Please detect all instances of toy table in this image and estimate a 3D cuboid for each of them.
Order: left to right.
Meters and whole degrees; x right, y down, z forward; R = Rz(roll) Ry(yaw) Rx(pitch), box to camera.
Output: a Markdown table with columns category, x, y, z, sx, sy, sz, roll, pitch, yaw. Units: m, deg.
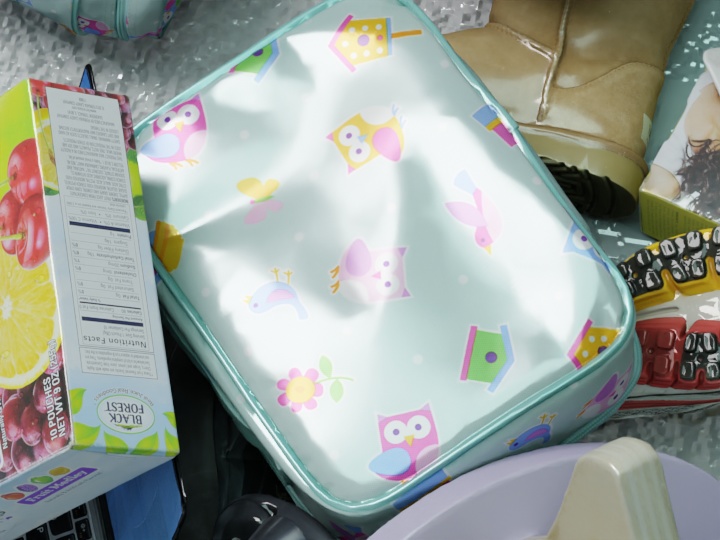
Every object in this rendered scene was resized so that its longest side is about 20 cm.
| category | x | y | z | sx | sy | sz | roll | pitch | yaw |
| --- | --- | --- | --- | --- | --- | --- | --- | --- | --- |
| toy table | 0.083 | 0.141 | 0.989 | 0.200 | 0.117 | 0.185 | -34 | 111 | -21 |

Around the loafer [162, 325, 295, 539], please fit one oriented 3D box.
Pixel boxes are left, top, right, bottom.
| category | x | y | z | sx | sy | sz | roll | pitch | yaw |
| --- | --- | --- | --- | --- | --- | --- | --- | --- | --- |
| loafer | -0.060 | 0.102 | 1.132 | 0.072 | 0.073 | 0.201 | -6 | 61 | 28 |

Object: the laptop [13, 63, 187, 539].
| category | x | y | z | sx | sy | sz | roll | pitch | yaw |
| --- | --- | --- | --- | --- | --- | --- | --- | --- | --- |
| laptop | -0.152 | 0.054 | 1.106 | 0.199 | 0.116 | 0.188 | -20 | 65 | 14 |

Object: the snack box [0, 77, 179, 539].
| category | x | y | z | sx | sy | sz | roll | pitch | yaw |
| --- | --- | --- | --- | --- | --- | --- | --- | --- | --- |
| snack box | -0.155 | 0.032 | 1.065 | 0.200 | 0.053 | 0.143 | -28 | 63 | 43 |

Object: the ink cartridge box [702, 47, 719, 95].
| category | x | y | z | sx | sy | sz | roll | pitch | yaw |
| --- | --- | --- | --- | --- | --- | --- | --- | --- | --- |
| ink cartridge box | 0.250 | -0.080 | 1.122 | 0.199 | 0.068 | 0.117 | -7 | 49 | -15 |

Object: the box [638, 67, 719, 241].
| category | x | y | z | sx | sy | sz | roll | pitch | yaw |
| --- | --- | --- | --- | --- | --- | --- | --- | --- | --- |
| box | 0.218 | -0.013 | 1.150 | 0.199 | 0.050 | 0.076 | 24 | 72 | 15 |

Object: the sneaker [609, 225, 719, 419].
| category | x | y | z | sx | sy | sz | roll | pitch | yaw |
| --- | --- | --- | --- | --- | --- | --- | --- | --- | --- |
| sneaker | 0.095 | 0.035 | 1.136 | 0.199 | 0.082 | 0.078 | -5 | 75 | 21 |

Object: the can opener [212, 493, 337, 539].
| category | x | y | z | sx | sy | sz | roll | pitch | yaw |
| --- | --- | --- | --- | --- | --- | --- | --- | --- | --- |
| can opener | -0.035 | 0.180 | 1.054 | 0.063 | 0.078 | 0.201 | 12 | 110 | 31 |

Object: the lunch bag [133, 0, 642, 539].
| category | x | y | z | sx | sy | sz | roll | pitch | yaw |
| --- | --- | --- | --- | --- | --- | --- | --- | --- | --- |
| lunch bag | 0.000 | 0.000 | 1.082 | 0.160 | 0.077 | 0.200 | -35 | 66 | -3 |

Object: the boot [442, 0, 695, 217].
| category | x | y | z | sx | sy | sz | roll | pitch | yaw |
| --- | --- | --- | --- | --- | --- | --- | --- | --- | --- |
| boot | 0.067 | -0.133 | 1.213 | 0.174 | 0.066 | 0.201 | 16 | 70 | 2 |

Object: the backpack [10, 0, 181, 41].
| category | x | y | z | sx | sy | sz | roll | pitch | yaw |
| --- | --- | --- | --- | --- | --- | --- | --- | --- | --- |
| backpack | -0.104 | -0.202 | 1.212 | 0.126 | 0.167 | 0.201 | 20 | 77 | 9 |
